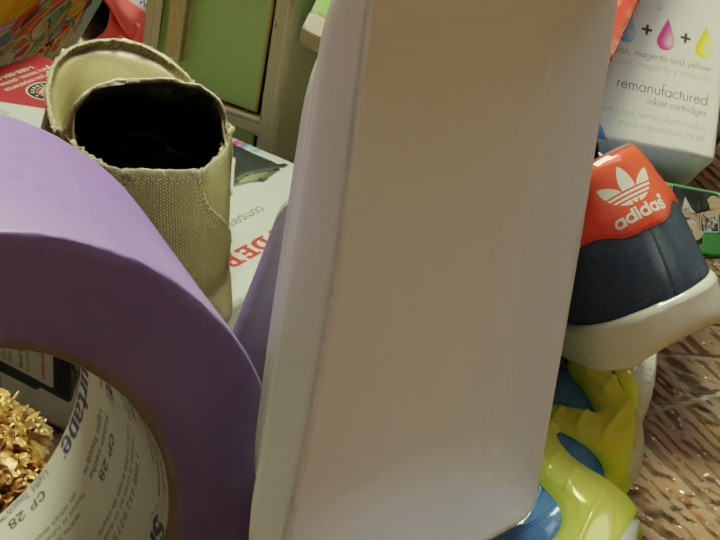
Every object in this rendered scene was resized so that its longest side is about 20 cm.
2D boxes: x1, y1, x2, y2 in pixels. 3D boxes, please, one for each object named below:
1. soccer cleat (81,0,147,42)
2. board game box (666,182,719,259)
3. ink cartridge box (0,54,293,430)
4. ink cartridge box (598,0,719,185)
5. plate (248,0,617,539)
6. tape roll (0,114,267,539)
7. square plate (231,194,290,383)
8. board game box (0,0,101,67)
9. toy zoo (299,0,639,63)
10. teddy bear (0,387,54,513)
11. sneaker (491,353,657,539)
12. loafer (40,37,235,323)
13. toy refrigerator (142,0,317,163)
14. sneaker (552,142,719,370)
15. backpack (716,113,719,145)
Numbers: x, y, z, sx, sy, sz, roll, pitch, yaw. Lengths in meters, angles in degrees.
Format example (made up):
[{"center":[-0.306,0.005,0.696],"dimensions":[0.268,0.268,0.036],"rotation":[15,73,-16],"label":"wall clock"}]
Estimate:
[{"center":[-0.117,-0.145,1.131],"dimensions":[0.067,0.077,0.200],"rotation":[-11,-27,42],"label":"soccer cleat"},{"center":[0.085,-0.031,0.954],"dimensions":[0.134,0.029,0.200],"rotation":[10,0,-2],"label":"board game box"},{"center":[-0.105,-0.007,0.867],"dimensions":[0.199,0.083,0.146],"rotation":[23,29,22],"label":"ink cartridge box"},{"center":[0.113,-0.146,0.966],"dimensions":[0.115,0.201,0.068],"rotation":[10,-16,-6],"label":"ink cartridge box"},{"center":[0.022,-0.003,0.634],"dimensions":[0.032,0.201,0.200],"rotation":[12,11,24],"label":"plate"},{"center":[-0.131,0.059,0.599],"dimensions":[0.199,0.201,0.085],"rotation":[-3,30,-26],"label":"tape roll"},{"center":[0.000,0.000,0.731],"dimensions":[0.028,0.200,0.198],"rotation":[29,43,8],"label":"square plate"},{"center":[-0.184,-0.102,0.963],"dimensions":[0.034,0.135,0.200],"rotation":[39,31,3],"label":"board game box"},{"center":[0.072,-0.161,0.919],"dimensions":[0.131,0.201,0.020],"rotation":[25,-15,2],"label":"toy zoo"},{"center":[-0.206,0.061,0.712],"dimensions":[0.199,0.067,0.145],"rotation":[18,30,13],"label":"teddy bear"},{"center":[0.059,0.062,0.807],"dimensions":[0.104,0.076,0.200],"rotation":[11,27,1],"label":"sneaker"},{"center":[-0.080,-0.047,0.786],"dimensions":[0.076,0.068,0.200],"rotation":[1,30,-17],"label":"loafer"},{"center":[-0.054,-0.103,0.942],"dimensions":[0.076,0.201,0.070],"rotation":[20,28,20],"label":"toy refrigerator"},{"center":[0.066,-0.014,0.804],"dimensions":[0.075,0.085,0.200],"rotation":[-26,10,-25],"label":"sneaker"},{"center":[0.137,-0.132,1.112],"dimensions":[0.199,0.178,0.151],"rotation":[-4,52,-36],"label":"backpack"}]
